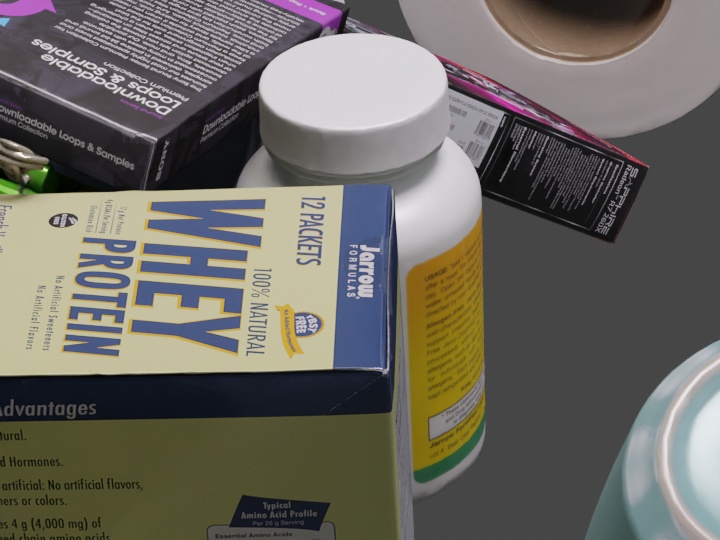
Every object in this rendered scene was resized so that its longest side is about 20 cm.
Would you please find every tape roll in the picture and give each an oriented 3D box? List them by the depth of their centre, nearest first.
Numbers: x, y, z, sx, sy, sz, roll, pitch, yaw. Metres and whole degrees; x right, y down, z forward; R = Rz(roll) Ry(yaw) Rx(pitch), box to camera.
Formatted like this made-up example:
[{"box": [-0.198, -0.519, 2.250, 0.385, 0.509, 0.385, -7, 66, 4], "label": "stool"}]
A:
[{"box": [0.128, -0.191, 1.625, 0.202, 0.203, 0.139, 5, 34, 12], "label": "tape roll"}]

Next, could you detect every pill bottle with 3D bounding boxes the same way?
[{"box": [0.000, 0.000, 1.348, 0.112, 0.201, 0.113, -2, 34, 1], "label": "pill bottle"}]

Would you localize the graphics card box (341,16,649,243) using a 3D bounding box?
[{"box": [0.040, -0.078, 1.502, 0.200, 0.051, 0.125, 17, 13, -47], "label": "graphics card box"}]

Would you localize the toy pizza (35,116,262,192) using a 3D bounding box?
[{"box": [-0.147, -0.072, 1.443, 0.199, 0.032, 0.201, 1, 69, -4], "label": "toy pizza"}]

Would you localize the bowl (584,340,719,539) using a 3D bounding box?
[{"box": [0.183, 0.099, 1.215, 0.200, 0.105, 0.201, -6, 52, 8], "label": "bowl"}]

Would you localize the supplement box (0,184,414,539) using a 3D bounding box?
[{"box": [-0.079, 0.085, 1.228, 0.199, 0.200, 0.134, -1, 33, 2], "label": "supplement box"}]

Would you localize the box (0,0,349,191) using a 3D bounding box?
[{"box": [-0.111, -0.104, 1.349, 0.143, 0.036, 0.200, 24, 28, 16], "label": "box"}]

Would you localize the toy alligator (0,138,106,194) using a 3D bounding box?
[{"box": [-0.148, -0.021, 1.310, 0.059, 0.054, 0.200, 22, -3, 3], "label": "toy alligator"}]

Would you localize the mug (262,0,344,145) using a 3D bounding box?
[{"box": [-0.122, -0.120, 1.549, 0.147, 0.200, 0.175, -19, 27, 40], "label": "mug"}]
